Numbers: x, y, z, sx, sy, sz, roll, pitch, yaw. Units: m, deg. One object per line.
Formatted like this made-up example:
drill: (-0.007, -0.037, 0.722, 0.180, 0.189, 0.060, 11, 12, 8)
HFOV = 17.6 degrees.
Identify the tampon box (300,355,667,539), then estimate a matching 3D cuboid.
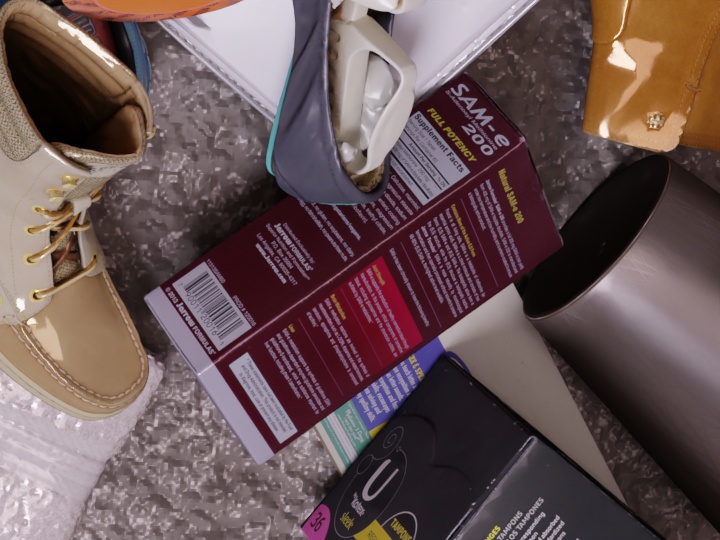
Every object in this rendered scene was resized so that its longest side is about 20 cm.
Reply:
tampon box: (0.094, 0.167, 1.198, 0.200, 0.150, 0.126, 40, 90, -21)

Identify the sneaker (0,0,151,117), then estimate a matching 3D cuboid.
sneaker: (-0.151, -0.151, 1.107, 0.078, 0.090, 0.201, -32, 109, -6)

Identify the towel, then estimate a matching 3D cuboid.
towel: (-0.209, 0.057, 1.173, 0.199, 0.034, 0.133, 29, 95, -21)

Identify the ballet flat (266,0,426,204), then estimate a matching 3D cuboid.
ballet flat: (0.001, -0.118, 1.081, 0.073, 0.073, 0.201, -1, 120, -16)

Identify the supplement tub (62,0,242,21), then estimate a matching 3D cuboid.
supplement tub: (-0.100, -0.223, 1.052, 0.122, 0.123, 0.201, -5, 79, -14)

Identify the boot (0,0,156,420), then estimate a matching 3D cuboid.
boot: (-0.140, -0.025, 1.094, 0.073, 0.155, 0.201, -37, 100, -36)

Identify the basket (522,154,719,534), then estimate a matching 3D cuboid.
basket: (0.194, 0.045, 1.231, 0.200, 0.180, 0.136, 40, 48, -13)

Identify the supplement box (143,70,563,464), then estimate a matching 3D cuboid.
supplement box: (0.000, 0.000, 1.179, 0.199, 0.061, 0.109, -35, 147, -5)

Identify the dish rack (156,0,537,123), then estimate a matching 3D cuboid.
dish rack: (-0.003, -0.150, 1.135, 0.171, 0.044, 0.200, 40, 114, -20)

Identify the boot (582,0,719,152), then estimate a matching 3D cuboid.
boot: (0.137, -0.141, 1.203, 0.200, 0.071, 0.145, 17, 98, -23)

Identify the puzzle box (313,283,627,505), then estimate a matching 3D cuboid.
puzzle box: (0.063, 0.110, 1.269, 0.133, 0.025, 0.201, -30, 110, -6)
